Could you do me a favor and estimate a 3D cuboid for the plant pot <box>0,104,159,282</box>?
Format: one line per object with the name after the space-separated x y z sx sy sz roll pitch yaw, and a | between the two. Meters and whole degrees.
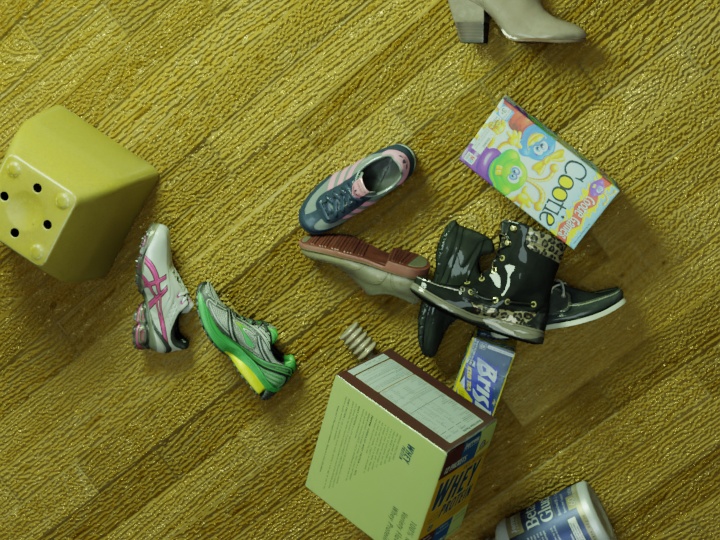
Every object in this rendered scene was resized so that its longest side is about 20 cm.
-0.442 -0.099 1.628 0.193 0.200 0.197 32 105 1 | plant pot

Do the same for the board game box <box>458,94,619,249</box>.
0.246 -0.138 1.559 0.199 0.103 0.105 37 104 1 | board game box

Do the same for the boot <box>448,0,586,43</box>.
0.210 -0.384 1.537 0.196 0.070 0.149 2 99 8 | boot

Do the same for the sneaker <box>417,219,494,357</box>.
0.136 0.035 1.629 0.089 0.076 0.203 16 105 -1 | sneaker

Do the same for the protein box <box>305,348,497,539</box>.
0.055 0.258 1.594 0.199 0.134 0.201 32 121 28 | protein box

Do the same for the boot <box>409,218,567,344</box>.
0.181 0.003 1.564 0.197 0.073 0.153 20 88 6 | boot

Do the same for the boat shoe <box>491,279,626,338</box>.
0.276 0.046 1.607 0.197 0.072 0.069 -10 100 14 | boat shoe

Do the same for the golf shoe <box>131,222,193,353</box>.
-0.292 0.026 1.698 0.090 0.073 0.203 6 112 2 | golf shoe

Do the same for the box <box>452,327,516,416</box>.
0.166 0.192 1.656 0.069 0.064 0.203 19 104 6 | box

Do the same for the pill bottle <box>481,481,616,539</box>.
0.266 0.400 1.656 0.198 0.111 0.112 -29 95 13 | pill bottle

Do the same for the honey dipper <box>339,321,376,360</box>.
0.048 0.161 1.685 0.038 0.038 0.200 -42 94 14 | honey dipper

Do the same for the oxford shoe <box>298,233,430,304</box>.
0.000 0.000 1.644 0.197 0.070 0.076 17 117 14 | oxford shoe

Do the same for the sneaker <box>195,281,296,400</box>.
-0.173 0.092 1.694 0.085 0.078 0.201 -39 102 7 | sneaker

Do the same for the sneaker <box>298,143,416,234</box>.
-0.012 -0.116 1.616 0.199 0.082 0.071 -35 94 14 | sneaker
